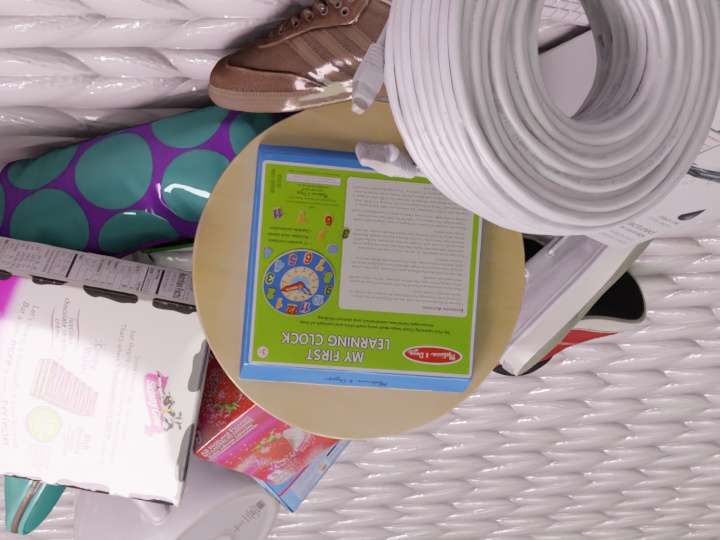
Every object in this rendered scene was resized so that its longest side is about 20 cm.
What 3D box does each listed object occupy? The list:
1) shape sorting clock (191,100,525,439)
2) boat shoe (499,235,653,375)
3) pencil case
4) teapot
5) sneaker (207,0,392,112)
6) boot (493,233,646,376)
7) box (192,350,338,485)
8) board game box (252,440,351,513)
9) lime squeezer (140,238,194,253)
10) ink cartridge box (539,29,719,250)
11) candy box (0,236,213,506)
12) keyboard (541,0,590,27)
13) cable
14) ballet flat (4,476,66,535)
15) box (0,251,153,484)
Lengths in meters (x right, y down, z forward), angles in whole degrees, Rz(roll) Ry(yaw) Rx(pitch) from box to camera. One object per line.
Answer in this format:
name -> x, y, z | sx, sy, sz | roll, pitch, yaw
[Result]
shape sorting clock -> 0.000, 0.000, 1.036 | 0.199, 0.201, 0.039 | -3, 179, -13
boat shoe -> 0.153, -0.020, 1.228 | 0.201, 0.071, 0.070 | -47, 168, 1
pencil case -> -0.123, -0.048, 1.099 | 0.199, 0.093, 0.085 | -14, -174, 12
teapot -> -0.177, 0.197, 1.514 | 0.197, 0.146, 0.200 | -18, 144, -47
sneaker -> -0.001, -0.137, 1.004 | 0.199, 0.076, 0.070 | -2, -164, 27
boot -> 0.107, 0.037, 1.362 | 0.200, 0.073, 0.144 | 14, 147, -44
box -> -0.026, 0.039, 1.150 | 0.200, 0.100, 0.095 | -39, 143, 19
board game box -> -0.044, 0.092, 1.362 | 0.151, 0.037, 0.200 | -50, 154, -10
lime squeezer -> -0.046, -0.039, 1.171 | 0.199, 0.038, 0.071 | -22, 176, 0
ink cartridge box -> 0.196, -0.096, 1.090 | 0.200, 0.083, 0.146 | -24, 149, 39
candy box -> -0.194, 0.056, 1.072 | 0.199, 0.061, 0.137 | 11, 112, -3
keyboard -> 0.135, -0.163, 1.043 | 0.199, 0.011, 0.056 | 7, 149, -28
cable -> 0.105, -0.118, 0.922 | 0.200, 0.201, 0.069 | 22, 173, -33
ballet flat -> -0.199, 0.086, 1.163 | 0.200, 0.070, 0.067 | -55, 174, 25
box -> -0.232, 0.072, 1.280 | 0.199, 0.107, 0.152 | -11, 152, 6
